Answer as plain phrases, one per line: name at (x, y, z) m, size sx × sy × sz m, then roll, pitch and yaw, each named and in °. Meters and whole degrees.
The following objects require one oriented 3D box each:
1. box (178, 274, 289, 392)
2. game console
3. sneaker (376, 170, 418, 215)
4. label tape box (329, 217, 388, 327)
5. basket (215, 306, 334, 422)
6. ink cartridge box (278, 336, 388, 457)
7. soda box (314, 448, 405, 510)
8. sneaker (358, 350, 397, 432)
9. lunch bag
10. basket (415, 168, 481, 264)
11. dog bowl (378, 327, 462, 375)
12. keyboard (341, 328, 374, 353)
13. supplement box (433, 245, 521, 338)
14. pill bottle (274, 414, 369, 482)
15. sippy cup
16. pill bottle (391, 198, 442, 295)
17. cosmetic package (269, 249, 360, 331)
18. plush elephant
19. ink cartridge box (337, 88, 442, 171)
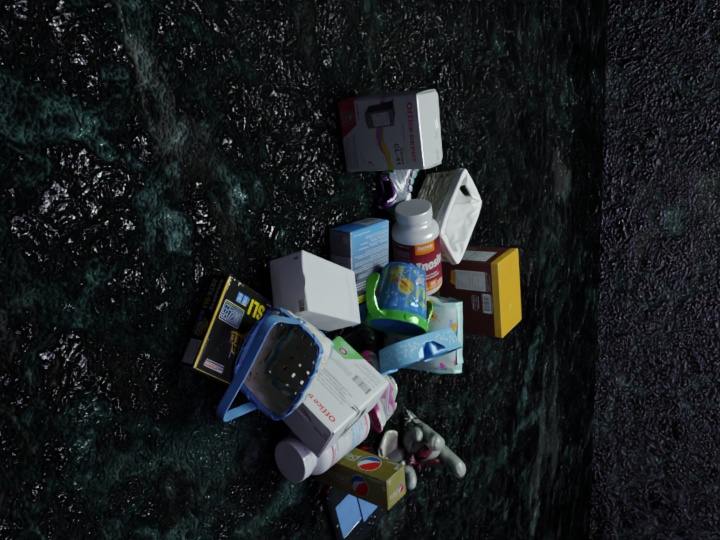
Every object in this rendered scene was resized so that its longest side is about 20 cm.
box at (-0.206, 0.122, 1.091) m, size 0.200 × 0.048 × 0.163 m, roll 40°, pitch 61°, yaw -48°
game console at (-0.008, 0.528, 1.430) m, size 0.176 × 0.030 × 0.205 m, roll -37°, pitch 123°, yaw -46°
sneaker at (0.085, -0.232, 1.427) m, size 0.086 × 0.073 × 0.206 m, roll 8°, pitch 88°, yaw -49°
label tape box at (0.000, 0.000, 1.346) m, size 0.142 × 0.065 × 0.206 m, roll -22°, pitch 117°, yaw -51°
basket at (-0.141, 0.154, 1.010) m, size 0.179 × 0.138 × 0.199 m, roll -58°, pitch 164°, yaw 8°
ink cartridge box at (-0.061, 0.238, 1.206) m, size 0.199 × 0.145 × 0.085 m, roll -28°, pitch 155°, yaw -51°
soda box at (-0.006, 0.414, 1.275) m, size 0.067 × 0.196 × 0.066 m, roll -22°, pitch 112°, yaw -49°
sneaker at (0.033, 0.255, 1.388) m, size 0.088 × 0.080 × 0.204 m, roll -37°, pitch 131°, yaw -39°
lunch bag at (0.156, 0.145, 1.466) m, size 0.121 × 0.196 × 0.176 m, roll -6°, pitch 98°, yaw -52°
basket at (0.204, -0.135, 1.559) m, size 0.136 × 0.121 × 0.203 m, roll 51°, pitch 54°, yaw -43°
dog bowl at (0.124, 0.170, 1.332) m, size 0.196 × 0.111 × 0.051 m, roll -14°, pitch 76°, yaw -27°
keyboard at (-0.003, 0.225, 1.407) m, size 0.126 × 0.020 × 0.205 m, roll -29°, pitch 118°, yaw -42°
supplement box at (0.308, 0.051, 1.661) m, size 0.132 × 0.196 × 0.203 m, roll -27°, pitch 115°, yaw -48°
pill bottle at (-0.076, 0.335, 1.246) m, size 0.198 × 0.107 × 0.112 m, roll -22°, pitch 112°, yaw -50°
sippy cup at (0.085, 0.058, 1.328) m, size 0.178 × 0.136 × 0.134 m, roll 68°, pitch 30°, yaw -70°
pill bottle at (0.128, -0.052, 1.432) m, size 0.113 × 0.111 × 0.204 m, roll -41°, pitch 133°, yaw -43°
cosmetic package at (-0.083, 0.044, 1.182) m, size 0.199 × 0.079 × 0.116 m, roll 24°, pitch 55°, yaw -58°
plush elephant at (0.126, 0.451, 1.514) m, size 0.155 × 0.199 × 0.166 m, roll -46°, pitch 132°, yaw -9°
ink cartridge box at (0.059, -0.284, 1.276) m, size 0.085 × 0.196 × 0.152 m, roll -28°, pitch 116°, yaw -48°
